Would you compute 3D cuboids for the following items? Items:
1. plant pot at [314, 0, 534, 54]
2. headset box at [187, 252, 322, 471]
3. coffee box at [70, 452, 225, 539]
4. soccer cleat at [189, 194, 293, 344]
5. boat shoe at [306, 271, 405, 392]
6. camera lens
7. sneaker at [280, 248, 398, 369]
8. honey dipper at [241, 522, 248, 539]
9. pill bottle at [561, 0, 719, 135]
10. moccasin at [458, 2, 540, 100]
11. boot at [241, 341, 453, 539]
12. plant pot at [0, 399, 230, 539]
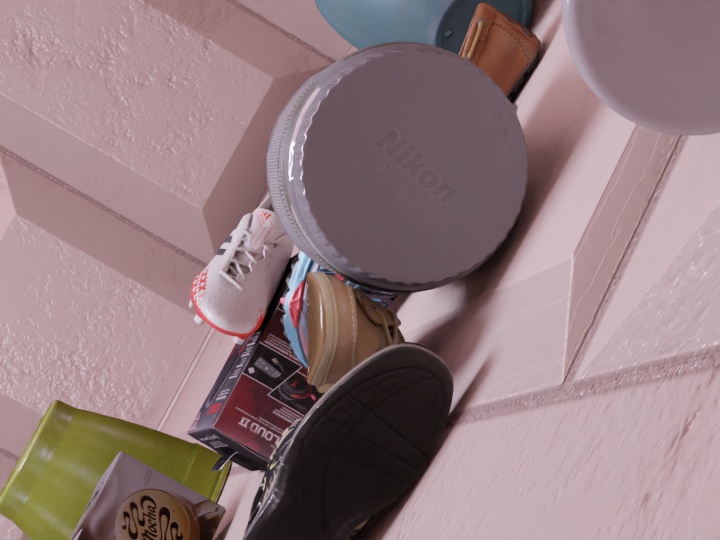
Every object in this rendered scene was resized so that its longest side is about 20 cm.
[{"bbox_3d":[0.073,-0.244,1.447,0.201,0.199,0.135,-57,45,24],"label":"plant pot"},{"bbox_3d":[-0.075,0.090,1.479,0.201,0.075,0.149,-62,9,-13],"label":"headset box"},{"bbox_3d":[-0.214,0.280,1.496,0.080,0.113,0.201,-51,11,48],"label":"coffee box"},{"bbox_3d":[-0.096,-0.007,1.457,0.085,0.068,0.200,-60,3,23],"label":"soccer cleat"},{"bbox_3d":[-0.002,0.044,1.098,0.200,0.064,0.073,84,-175,-78],"label":"boat shoe"},{"bbox_3d":[0.021,-0.068,1.128,0.161,0.159,0.200,-60,8,-1],"label":"camera lens"},{"bbox_3d":[0.000,0.000,1.304,0.079,0.095,0.201,-13,-61,-47],"label":"sneaker"},{"bbox_3d":[-0.076,0.243,1.106,0.038,0.038,0.200,-55,14,34],"label":"honey dipper"},{"bbox_3d":[0.148,-0.148,0.778,0.115,0.114,0.200,-57,8,25],"label":"pill bottle"},{"bbox_3d":[0.062,-0.117,1.340,0.202,0.077,0.074,-58,8,20],"label":"moccasin"},{"bbox_3d":[-0.012,0.106,1.041,0.204,0.073,0.154,-56,6,18],"label":"boot"},{"bbox_3d":[-0.266,0.234,1.749,0.201,0.192,0.200,-58,8,13],"label":"plant pot"}]
